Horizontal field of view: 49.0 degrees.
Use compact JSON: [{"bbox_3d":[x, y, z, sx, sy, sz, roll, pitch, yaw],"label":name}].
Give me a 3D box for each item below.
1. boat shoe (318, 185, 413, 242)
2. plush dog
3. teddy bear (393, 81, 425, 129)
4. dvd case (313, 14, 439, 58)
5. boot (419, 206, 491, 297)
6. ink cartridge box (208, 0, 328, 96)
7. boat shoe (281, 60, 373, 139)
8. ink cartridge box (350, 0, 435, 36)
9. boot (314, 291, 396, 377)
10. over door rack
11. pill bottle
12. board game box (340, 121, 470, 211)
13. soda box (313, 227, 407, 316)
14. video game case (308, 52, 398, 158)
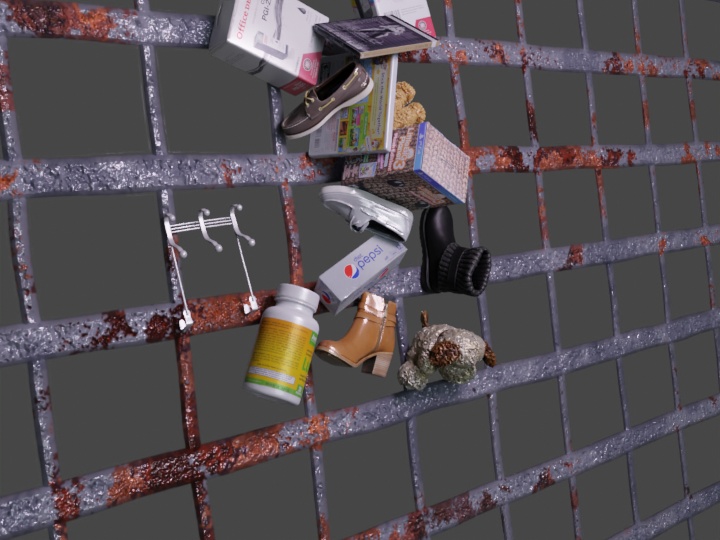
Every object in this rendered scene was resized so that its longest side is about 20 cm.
[{"bbox_3d":[0.007,-0.107,1.559,0.196,0.072,0.070,20,65,-15],"label":"boat shoe"},{"bbox_3d":[0.187,0.164,1.639,0.197,0.170,0.164,-1,87,-35],"label":"plush dog"},{"bbox_3d":[0.061,-0.325,1.645,0.197,0.066,0.148,-15,93,-36],"label":"teddy bear"},{"bbox_3d":[0.031,-0.444,1.493,0.197,0.148,0.016,-20,135,-34],"label":"dvd case"},{"bbox_3d":[0.204,-0.050,1.675,0.078,0.157,0.216,1,87,-35],"label":"boot"},{"bbox_3d":[-0.169,-0.440,1.474,0.197,0.084,0.149,18,76,-32],"label":"ink cartridge box"},{"bbox_3d":[-0.072,-0.321,1.487,0.060,0.197,0.073,48,18,-44],"label":"boat shoe"},{"bbox_3d":[0.059,-0.562,1.649,0.146,0.085,0.204,-23,99,-34],"label":"ink cartridge box"},{"bbox_3d":[-0.006,0.117,1.566,0.198,0.073,0.158,23,74,-46],"label":"boot"},{"bbox_3d":[-0.257,-0.009,1.390,0.146,0.066,0.205,-11,93,-35],"label":"over door rack"},{"bbox_3d":[-0.138,0.134,1.439,0.110,0.110,0.204,24,73,-32],"label":"pill bottle"},{"bbox_3d":[0.088,-0.194,1.544,0.158,0.197,0.099,27,65,-46],"label":"board game box"},{"bbox_3d":[0.000,0.000,1.567,0.068,0.064,0.199,44,57,12],"label":"soda box"},{"bbox_3d":[-0.015,-0.322,1.524,0.023,0.179,0.205,17,76,-58],"label":"video game case"}]
